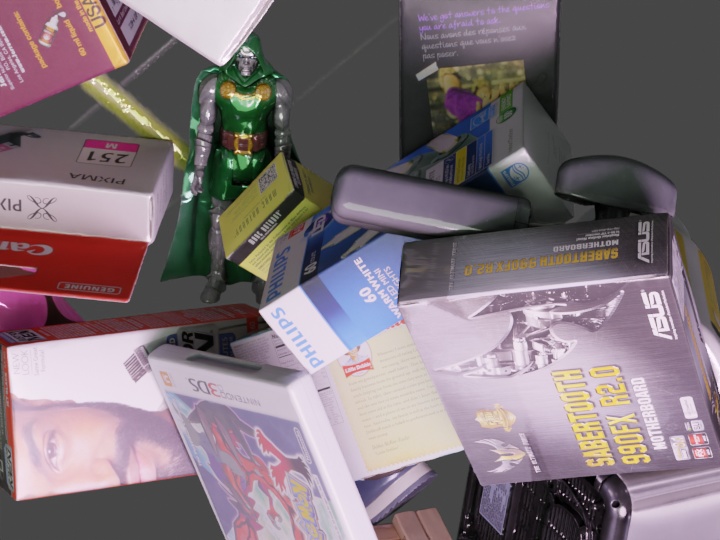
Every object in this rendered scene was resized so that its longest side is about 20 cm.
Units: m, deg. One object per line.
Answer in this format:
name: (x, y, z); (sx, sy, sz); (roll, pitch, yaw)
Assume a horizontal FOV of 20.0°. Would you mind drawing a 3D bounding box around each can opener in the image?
can opener: (0.084, -0.044, 1.194); (0.198, 0.053, 0.067); (11, 85, -1)

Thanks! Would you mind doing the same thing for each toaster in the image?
toaster: (0.159, 0.169, 1.449); (0.118, 0.181, 0.201); (-9, 120, -30)

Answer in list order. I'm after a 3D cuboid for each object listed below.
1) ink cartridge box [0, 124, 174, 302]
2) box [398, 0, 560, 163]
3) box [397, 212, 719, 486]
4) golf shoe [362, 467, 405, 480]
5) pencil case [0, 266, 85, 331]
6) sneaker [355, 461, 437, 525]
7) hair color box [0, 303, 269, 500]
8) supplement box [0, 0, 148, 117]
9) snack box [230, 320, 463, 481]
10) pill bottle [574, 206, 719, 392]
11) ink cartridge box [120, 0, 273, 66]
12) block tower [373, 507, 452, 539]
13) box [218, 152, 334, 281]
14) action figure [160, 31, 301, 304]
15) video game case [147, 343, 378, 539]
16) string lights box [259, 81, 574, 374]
ink cartridge box: (-0.238, -0.045, 1.393); (0.198, 0.174, 0.044); (6, 116, 2)
box: (0.080, -0.110, 1.365); (0.105, 0.122, 0.201); (2, 115, 5)
box: (0.123, 0.052, 1.210); (0.157, 0.049, 0.200); (-7, 141, 15)
golf shoe: (0.049, 0.073, 1.433); (0.094, 0.078, 0.200); (14, 129, -48)
pencil case: (-0.233, 0.058, 1.496); (0.094, 0.091, 0.200); (-46, 110, -14)
sneaker: (-0.035, 0.176, 1.555); (0.200, 0.070, 0.082); (-37, 83, 23)
hair color box: (-0.160, 0.091, 1.452); (0.199, 0.064, 0.112); (-7, 100, -23)
supplement box: (-0.250, -0.158, 1.375); (0.199, 0.111, 0.086); (-21, 113, 14)
snack box: (0.020, 0.071, 1.365); (0.199, 0.037, 0.117); (-18, 94, 26)
pill bottle: (0.186, 0.033, 1.382); (0.113, 0.200, 0.115); (2, 116, 4)
ink cartridge box: (-0.113, -0.228, 1.280); (0.147, 0.200, 0.086); (32, 114, -10)
block tower: (0.018, 0.266, 1.556); (0.054, 0.058, 0.201); (-4, 135, -25)
box: (0.000, 0.000, 1.433); (0.199, 0.050, 0.075); (31, 116, -30)
action figure: (-0.083, -0.073, 1.435); (0.117, 0.055, 0.201); (0, 117, -4)
video game case: (-0.057, 0.149, 1.375); (0.023, 0.182, 0.201); (-33, 112, -29)
string lights box: (0.036, -0.026, 1.284); (0.199, 0.103, 0.059); (-32, 111, 19)
